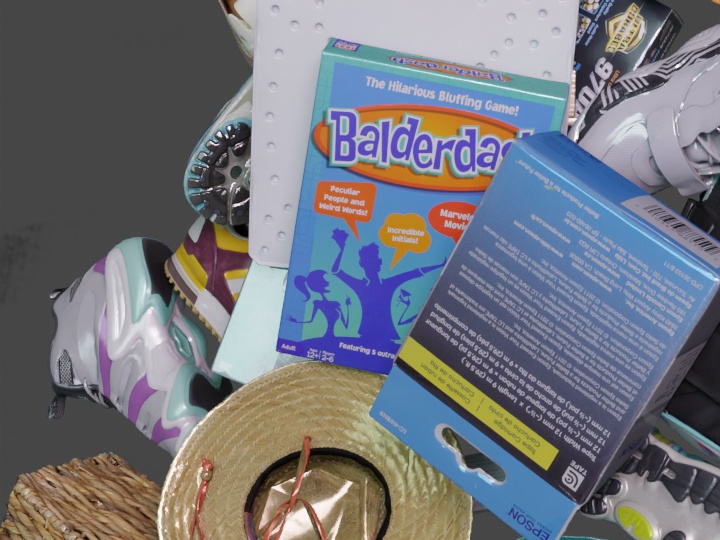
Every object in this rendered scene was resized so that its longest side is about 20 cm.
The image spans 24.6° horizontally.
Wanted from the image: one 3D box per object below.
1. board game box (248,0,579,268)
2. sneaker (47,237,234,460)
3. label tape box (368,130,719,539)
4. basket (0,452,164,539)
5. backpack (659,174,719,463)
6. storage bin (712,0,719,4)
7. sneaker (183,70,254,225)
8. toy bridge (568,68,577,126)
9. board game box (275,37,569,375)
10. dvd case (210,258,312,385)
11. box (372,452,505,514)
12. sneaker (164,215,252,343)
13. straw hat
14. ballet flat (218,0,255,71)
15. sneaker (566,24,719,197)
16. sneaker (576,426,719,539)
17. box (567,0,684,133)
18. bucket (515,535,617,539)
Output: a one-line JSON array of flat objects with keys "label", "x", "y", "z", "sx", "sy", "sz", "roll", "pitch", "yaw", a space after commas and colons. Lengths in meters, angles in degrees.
[{"label": "board game box", "x": 0.031, "y": -0.093, "z": 1.046, "sx": 0.199, "sy": 0.026, "sz": 0.201, "roll": 6, "pitch": 110, "yaw": 7}, {"label": "sneaker", "x": -0.172, "y": 0.090, "z": 1.206, "sx": 0.140, "sy": 0.078, "sz": 0.201, "roll": -28, "pitch": 69, "yaw": 21}, {"label": "label tape box", "x": 0.112, "y": 0.041, "z": 0.960, "sx": 0.143, "sy": 0.066, "sz": 0.200, "roll": 37, "pitch": 117, "yaw": 20}, {"label": "basket", "x": -0.163, "y": 0.240, "z": 1.126, "sx": 0.200, "sy": 0.143, "sz": 0.149, "roll": 29, "pitch": 106, "yaw": 21}, {"label": "backpack", "x": 0.274, "y": 0.052, "z": 0.976, "sx": 0.176, "sy": 0.153, "sz": 0.200, "roll": -56, "pitch": 42, "yaw": 4}, {"label": "storage bin", "x": 0.270, "y": -0.230, "z": 0.998, "sx": 0.134, "sy": 0.200, "sz": 0.146, "roll": 5, "pitch": 83, "yaw": -16}, {"label": "sneaker", "x": -0.057, "y": -0.123, "z": 1.156, "sx": 0.200, "sy": 0.086, "sz": 0.078, "roll": -47, "pitch": 109, "yaw": -4}, {"label": "toy bridge", "x": 0.223, "y": -0.096, "z": 1.066, "sx": 0.199, "sy": 0.027, "sz": 0.068, "roll": 2, "pitch": 95, "yaw": 5}, {"label": "board game box", "x": 0.037, "y": -0.031, "z": 1.028, "sx": 0.151, "sy": 0.045, "sz": 0.201, "roll": 11, "pitch": 110, "yaw": 5}, {"label": "dvd case", "x": 0.000, "y": 0.000, "z": 1.103, "sx": 0.146, "sy": 0.022, "sz": 0.201, "roll": 22, "pitch": 89, "yaw": 7}, {"label": "box", "x": 0.068, "y": 0.147, "z": 1.115, "sx": 0.199, "sy": 0.039, "sz": 0.042, "roll": -14, "pitch": 78, "yaw": 19}, {"label": "sneaker", "x": -0.051, "y": 0.027, "z": 1.160, "sx": 0.200, "sy": 0.075, "sz": 0.090, "roll": 43, "pitch": 104, "yaw": 20}, {"label": "straw hat", "x": -0.027, "y": 0.160, "z": 1.076, "sx": 0.200, "sy": 0.085, "sz": 0.202, "roll": -1, "pitch": 74, "yaw": 3}, {"label": "ballet flat", "x": -0.082, "y": -0.203, "z": 1.207, "sx": 0.068, "sy": 0.067, "sz": 0.200, "roll": -37, "pitch": 72, "yaw": 14}, {"label": "sneaker", "x": 0.206, "y": -0.076, "z": 0.949, "sx": 0.200, "sy": 0.075, "sz": 0.115, "roll": -34, "pitch": 36, "yaw": 14}, {"label": "sneaker", "x": 0.179, "y": 0.132, "z": 1.017, "sx": 0.200, "sy": 0.080, "sz": 0.078, "roll": 37, "pitch": 101, "yaw": 37}, {"label": "box", "x": 0.103, "y": -0.123, "z": 1.134, "sx": 0.159, "sy": 0.046, "sz": 0.200, "roll": 31, "pitch": 95, "yaw": 22}, {"label": "bucket", "x": 0.143, "y": 0.258, "z": 1.018, "sx": 0.206, "sy": 0.135, "sz": 0.208, "roll": -3, "pitch": 82, "yaw": 22}]
